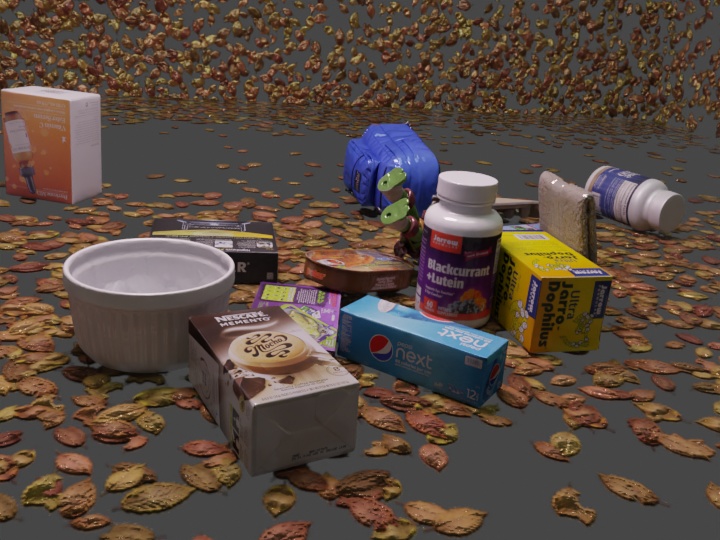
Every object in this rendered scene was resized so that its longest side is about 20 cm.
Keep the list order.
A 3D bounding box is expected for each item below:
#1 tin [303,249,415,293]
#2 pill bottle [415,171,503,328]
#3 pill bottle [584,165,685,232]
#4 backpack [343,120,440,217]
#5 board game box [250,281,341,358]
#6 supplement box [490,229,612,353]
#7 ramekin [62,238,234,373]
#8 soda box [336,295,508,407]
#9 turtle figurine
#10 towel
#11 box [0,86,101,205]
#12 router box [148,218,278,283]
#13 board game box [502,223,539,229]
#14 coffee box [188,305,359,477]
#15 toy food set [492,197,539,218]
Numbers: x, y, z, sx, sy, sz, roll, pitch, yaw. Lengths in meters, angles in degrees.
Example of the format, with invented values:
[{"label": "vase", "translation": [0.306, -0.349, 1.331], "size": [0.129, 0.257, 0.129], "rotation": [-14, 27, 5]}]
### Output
[{"label": "tin", "translation": [0.000, 0.000, 1.157], "size": [0.111, 0.042, 0.199], "rotation": [17, 12, 40]}, {"label": "pill bottle", "translation": [0.139, -0.031, 1.069], "size": [0.110, 0.203, 0.112], "rotation": [4, 19, -1]}, {"label": "pill bottle", "translation": [0.586, -0.149, 1.638], "size": [0.110, 0.112, 0.200], "rotation": [-7, 23, -30]}, {"label": "backpack", "translation": [0.064, -0.187, 1.561], "size": [0.166, 0.164, 0.200], "rotation": [-14, 38, -21]}, {"label": "board game box", "translation": [-0.087, 0.067, 1.005], "size": [0.118, 0.033, 0.200], "rotation": [2, 20, 1]}, {"label": "supplement box", "translation": [0.249, 0.023, 1.083], "size": [0.108, 0.110, 0.200], "rotation": [-1, 20, -16]}, {"label": "ramekin", "translation": [-0.252, 0.041, 0.922], "size": [0.197, 0.106, 0.200], "rotation": [5, 19, -2]}, {"label": "soda box", "translation": [0.071, 0.092, 0.918], "size": [0.198, 0.065, 0.068], "rotation": [17, 23, 29]}, {"label": "turtle figurine", "translation": [0.123, -0.077, 1.213], "size": [0.198, 0.145, 0.194], "rotation": [11, -20, 42]}, {"label": "towel", "translation": [0.308, -0.036, 1.132], "size": [0.034, 0.202, 0.133], "rotation": [-13, 23, -12]}, {"label": "box", "translation": [-0.597, -0.245, 1.486], "size": [0.150, 0.203, 0.106], "rotation": [9, 18, 11]}, {"label": "router box", "translation": [-0.232, -0.033, 1.207], "size": [0.197, 0.053, 0.157], "rotation": [1, 21, -10]}, {"label": "board game box", "translation": [0.296, -0.045, 1.392], "size": [0.198, 0.037, 0.151], "rotation": [-4, 21, -25]}, {"label": "coffee box", "translation": [-0.097, 0.114, 0.792], "size": [0.112, 0.081, 0.200], "rotation": [-7, 23, -29]}, {"label": "toy food set", "translation": [0.260, -0.114, 1.565], "size": [0.198, 0.061, 0.143], "rotation": [-4, 10, -28]}]
